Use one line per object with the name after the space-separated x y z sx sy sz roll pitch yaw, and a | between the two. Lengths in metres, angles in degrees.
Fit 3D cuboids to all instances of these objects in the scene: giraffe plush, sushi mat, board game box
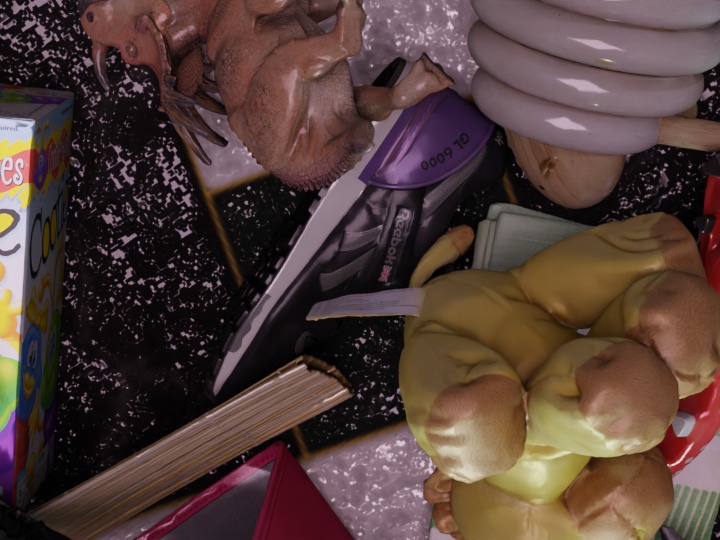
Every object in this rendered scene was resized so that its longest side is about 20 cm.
0.085 0.083 1.071 0.199 0.173 0.163 2 122 34 | giraffe plush
-0.098 0.100 1.157 0.199 0.096 0.012 -30 72 9 | sushi mat
-0.206 0.012 1.138 0.102 0.105 0.201 5 102 3 | board game box

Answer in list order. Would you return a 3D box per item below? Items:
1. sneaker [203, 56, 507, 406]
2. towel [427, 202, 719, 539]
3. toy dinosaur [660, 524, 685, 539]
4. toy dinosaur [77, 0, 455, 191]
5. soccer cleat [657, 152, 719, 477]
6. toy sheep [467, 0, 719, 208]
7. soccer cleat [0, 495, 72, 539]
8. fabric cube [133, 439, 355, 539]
0.000 0.000 1.141 0.087 0.076 0.200 32 102 -9 | sneaker
0.118 0.076 1.173 0.152 0.023 0.201 11 100 0 | towel
0.159 0.208 1.165 0.199 0.103 0.136 -7 144 -10 | toy dinosaur
-0.043 -0.088 1.091 0.136 0.086 0.200 -45 51 14 | toy dinosaur
0.181 0.021 1.117 0.069 0.085 0.201 40 122 36 | soccer cleat
0.117 -0.125 1.079 0.137 0.138 0.201 11 106 1 | toy sheep
-0.199 0.121 1.069 0.199 0.068 0.082 9 100 10 | soccer cleat
-0.066 0.240 1.131 0.200 0.196 0.200 -34 99 9 | fabric cube
